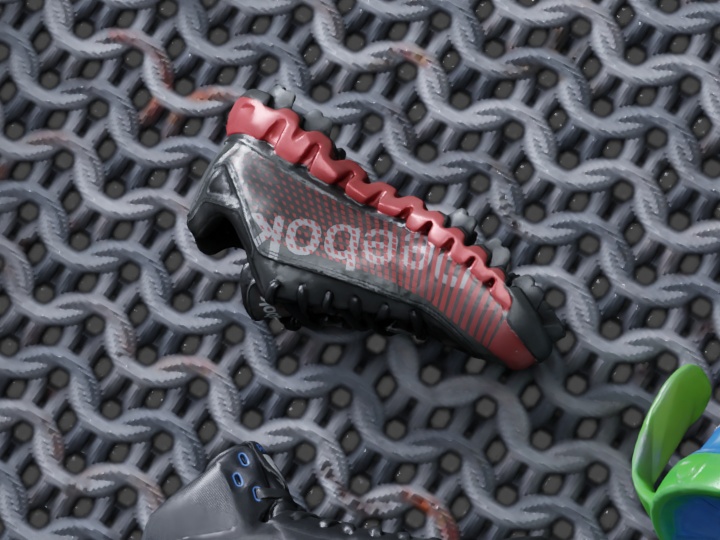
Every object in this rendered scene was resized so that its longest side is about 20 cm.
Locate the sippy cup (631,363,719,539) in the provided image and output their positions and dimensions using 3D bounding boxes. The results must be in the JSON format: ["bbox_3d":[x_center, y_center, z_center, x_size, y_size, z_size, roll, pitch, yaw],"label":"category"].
[{"bbox_3d":[0.217,0.086,1.315,0.178,0.140,0.130,33,68,6],"label":"sippy cup"}]

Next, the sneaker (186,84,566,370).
[{"bbox_3d":[0.000,0.000,1.405,0.200,0.071,0.098,34,79,20],"label":"sneaker"}]

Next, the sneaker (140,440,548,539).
[{"bbox_3d":[-0.013,0.123,1.363,0.199,0.073,0.112,-16,71,5],"label":"sneaker"}]
